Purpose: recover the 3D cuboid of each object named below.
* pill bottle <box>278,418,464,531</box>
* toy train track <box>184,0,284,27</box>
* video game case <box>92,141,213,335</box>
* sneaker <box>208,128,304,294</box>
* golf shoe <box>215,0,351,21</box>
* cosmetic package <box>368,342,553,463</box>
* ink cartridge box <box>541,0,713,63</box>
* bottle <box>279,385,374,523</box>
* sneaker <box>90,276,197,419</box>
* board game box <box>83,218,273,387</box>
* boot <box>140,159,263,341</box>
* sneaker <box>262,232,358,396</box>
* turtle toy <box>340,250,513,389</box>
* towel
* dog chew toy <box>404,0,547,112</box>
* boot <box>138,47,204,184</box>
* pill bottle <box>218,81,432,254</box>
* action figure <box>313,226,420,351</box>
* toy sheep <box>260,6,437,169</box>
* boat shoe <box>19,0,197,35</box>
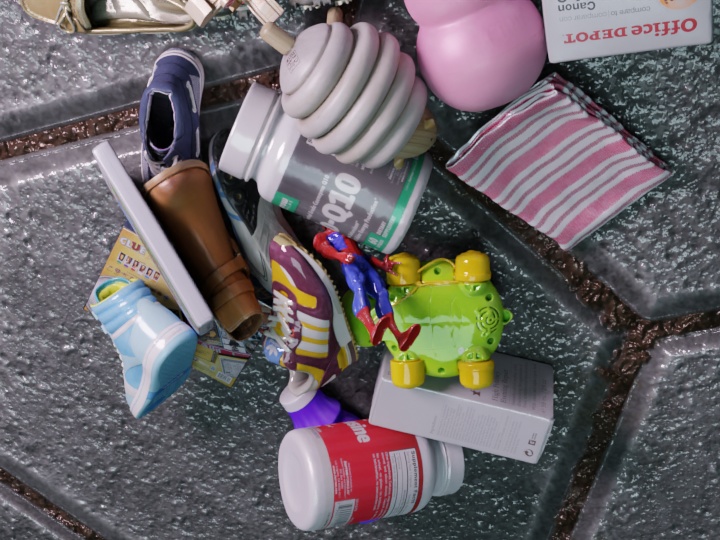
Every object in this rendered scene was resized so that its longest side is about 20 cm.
[{"bbox_3d":[0.014,0.226,1.330,0.197,0.113,0.114,-4,128,-25],"label":"pill bottle"},{"bbox_3d":[-0.088,-0.302,1.055,0.200,0.033,0.115,-43,84,13],"label":"toy train track"},{"bbox_3d":[-0.210,-0.026,1.201,0.022,0.182,0.202,-31,89,-9],"label":"video game case"},{"bbox_3d":[-0.117,-0.057,1.259,0.072,0.072,0.202,-1,120,50],"label":"sneaker"},{"bbox_3d":[-0.060,-0.291,1.093,0.196,0.077,0.089,-5,113,11],"label":"golf shoe"},{"bbox_3d":[0.115,0.140,1.322,0.197,0.102,0.075,14,123,-1],"label":"cosmetic package"},{"bbox_3d":[0.220,-0.302,0.992,0.143,0.145,0.202,-5,123,12],"label":"ink cartridge box"},{"bbox_3d":[-0.024,0.216,1.415,0.083,0.066,0.201,-27,114,17],"label":"bottle"},{"bbox_3d":[-0.256,0.080,1.331,0.131,0.079,0.201,46,144,11],"label":"sneaker"},{"bbox_3d":[-0.206,0.037,1.351,0.198,0.035,0.136,29,123,-9],"label":"board game box"},{"bbox_3d":[-0.152,-0.017,1.193,0.073,0.200,0.156,-27,73,-3],"label":"boot"},{"bbox_3d":[-0.067,0.054,1.226,0.090,0.075,0.202,-37,132,-16],"label":"sneaker"},{"bbox_3d":[0.068,0.050,1.269,0.196,0.101,0.148,-1,97,11],"label":"turtle toy"},{"bbox_3d":[0.200,-0.099,1.161,0.199,0.030,0.146,30,127,-32],"label":"towel"},{"bbox_3d":[0.095,-0.252,1.066,0.123,0.125,0.202,-15,111,19],"label":"dog chew toy"},{"bbox_3d":[-0.204,-0.123,1.213,0.071,0.091,0.203,8,125,4],"label":"boot"},{"bbox_3d":[-0.036,-0.106,1.182,0.197,0.114,0.114,24,124,-5],"label":"pill bottle"},{"bbox_3d":[0.000,0.000,1.207,0.065,0.201,0.052,9,120,-34],"label":"action figure"},{"bbox_3d":[-0.010,-0.169,1.081,0.198,0.139,0.138,28,124,-19],"label":"toy sheep"},{"bbox_3d":[-0.248,-0.265,1.147,0.197,0.063,0.074,7,124,5],"label":"boat shoe"}]
